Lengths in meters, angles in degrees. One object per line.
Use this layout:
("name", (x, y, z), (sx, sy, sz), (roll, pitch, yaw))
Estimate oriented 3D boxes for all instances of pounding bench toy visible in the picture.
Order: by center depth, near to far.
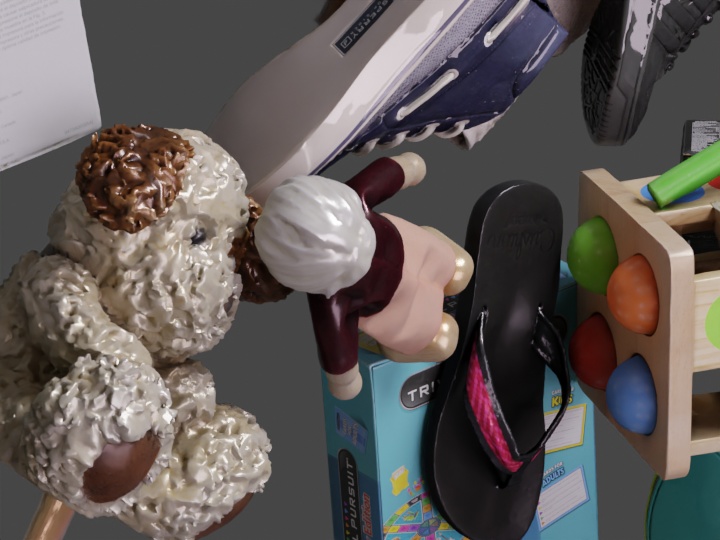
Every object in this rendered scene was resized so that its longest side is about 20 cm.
("pounding bench toy", (0.188, -0.016, 1.515), (0.156, 0.124, 0.200), (-8, 114, -16))

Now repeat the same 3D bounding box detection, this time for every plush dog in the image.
("plush dog", (-0.110, 0.015, 1.350), (0.172, 0.160, 0.200), (-59, 159, -3))

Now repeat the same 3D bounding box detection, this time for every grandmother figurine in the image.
("grandmother figurine", (0.000, 0.000, 1.408), (0.200, 0.060, 0.121), (36, 57, -68))

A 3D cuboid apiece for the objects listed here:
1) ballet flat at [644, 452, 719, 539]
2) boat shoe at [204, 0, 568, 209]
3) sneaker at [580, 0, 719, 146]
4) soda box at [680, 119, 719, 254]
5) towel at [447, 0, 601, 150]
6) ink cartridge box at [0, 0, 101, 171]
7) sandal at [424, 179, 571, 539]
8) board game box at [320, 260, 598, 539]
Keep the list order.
("ballet flat", (0.202, 0.174, 1.743), (0.067, 0.067, 0.200), (-32, 132, -52))
("boat shoe", (0.013, -0.080, 1.436), (0.200, 0.075, 0.093), (-43, 130, 10))
("sneaker", (0.178, -0.153, 1.511), (0.104, 0.060, 0.200), (1, 116, -13))
("soda box", (0.274, -0.039, 1.625), (0.063, 0.200, 0.071), (-71, 162, -66))
("towel", (0.056, -0.171, 1.488), (0.133, 0.034, 0.200), (-45, 131, -16))
("ink cartridge box", (-0.184, -0.138, 1.290), (0.109, 0.050, 0.200), (-24, 121, -30))
("sandal", (0.077, 0.054, 1.526), (0.075, 0.045, 0.200), (-10, 114, -37))
("board game box", (0.056, 0.108, 1.594), (0.151, 0.047, 0.200), (-21, 120, -32))
